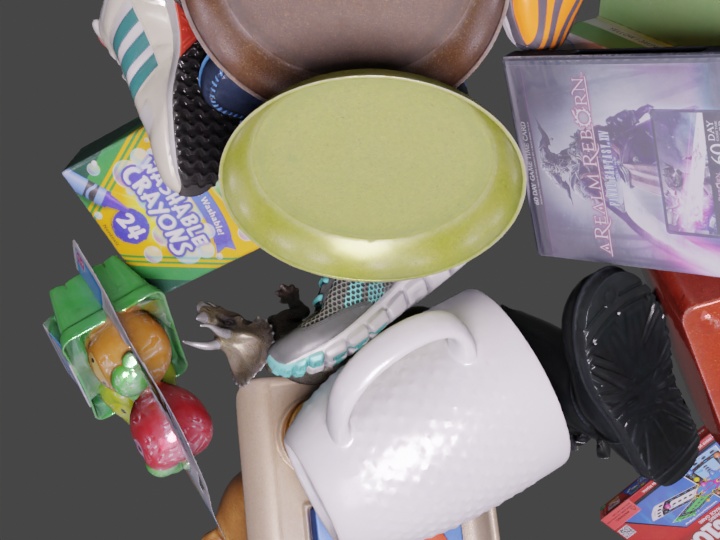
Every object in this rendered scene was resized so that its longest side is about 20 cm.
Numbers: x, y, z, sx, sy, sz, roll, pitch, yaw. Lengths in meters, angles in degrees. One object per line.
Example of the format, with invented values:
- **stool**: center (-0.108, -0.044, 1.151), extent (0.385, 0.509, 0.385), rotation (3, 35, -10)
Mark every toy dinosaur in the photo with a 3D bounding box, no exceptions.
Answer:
- **toy dinosaur**: center (-0.031, 0.061, 0.979), extent (0.198, 0.103, 0.078), rotation (8, 121, 6)

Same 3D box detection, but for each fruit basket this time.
- **fruit basket**: center (-0.169, 0.099, 0.956), extent (0.093, 0.201, 0.186), rotation (-24, 151, -12)

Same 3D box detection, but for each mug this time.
- **mug**: center (0.036, 0.103, 0.878), extent (0.174, 0.148, 0.201), rotation (-28, 144, -12)

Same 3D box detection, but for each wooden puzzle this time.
- **wooden puzzle**: center (0.007, 0.168, 0.976), extent (0.198, 0.046, 0.187), rotation (-5, 76, -7)

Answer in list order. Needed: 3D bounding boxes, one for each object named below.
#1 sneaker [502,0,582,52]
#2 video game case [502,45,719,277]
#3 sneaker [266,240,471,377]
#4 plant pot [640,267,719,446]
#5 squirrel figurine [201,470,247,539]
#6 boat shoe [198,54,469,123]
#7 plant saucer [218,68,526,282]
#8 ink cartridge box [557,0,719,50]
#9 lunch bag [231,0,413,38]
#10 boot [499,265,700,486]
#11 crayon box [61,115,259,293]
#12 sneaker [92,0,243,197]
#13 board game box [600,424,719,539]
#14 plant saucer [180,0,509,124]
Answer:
- **sneaker**: center (0.150, -0.223, 0.765), extent (0.112, 0.077, 0.202), rotation (30, 123, 41)
- **video game case**: center (0.182, -0.068, 0.773), extent (0.199, 0.019, 0.144), rotation (8, 119, 44)
- **sneaker**: center (0.000, 0.000, 0.917), extent (0.091, 0.200, 0.078), rotation (51, 159, 4)
- **plant pot**: center (0.296, 0.019, 0.854), extent (0.198, 0.177, 0.201), rotation (-18, 114, 19)
- **squirrel figurine**: center (-0.038, 0.250, 1.031), extent (0.186, 0.201, 0.141), rotation (36, 124, -21)
- **boat shoe**: center (-0.008, -0.123, 0.844), extent (0.198, 0.069, 0.085), rotation (-4, 137, -20)
- **plant saucer**: center (0.008, -0.064, 0.807), extent (0.198, 0.031, 0.201), rotation (1, 143, 0)
- **ink cartridge box**: center (0.186, -0.143, 0.805), extent (0.048, 0.145, 0.202), rotation (-19, 123, -23)
- **lunch bag**: center (0.006, -0.249, 0.792), extent (0.198, 0.128, 0.171), rotation (-5, 121, -4)
- **boot**: center (0.156, 0.063, 0.909), extent (0.073, 0.162, 0.199), rotation (-40, 123, -16)
- **crayon box**: center (-0.111, -0.074, 0.947), extent (0.199, 0.052, 0.126), rotation (-25, 112, 21)
- **sneaker**: center (-0.141, -0.151, 0.873), extent (0.093, 0.070, 0.202), rotation (-4, 94, 41)
- **board game box**: center (0.306, 0.177, 1.032), extent (0.103, 0.019, 0.200), rotation (36, 119, -12)
- **plant saucer**: center (-0.010, -0.179, 0.739), extent (0.198, 0.032, 0.201), rotation (2, 131, 2)
